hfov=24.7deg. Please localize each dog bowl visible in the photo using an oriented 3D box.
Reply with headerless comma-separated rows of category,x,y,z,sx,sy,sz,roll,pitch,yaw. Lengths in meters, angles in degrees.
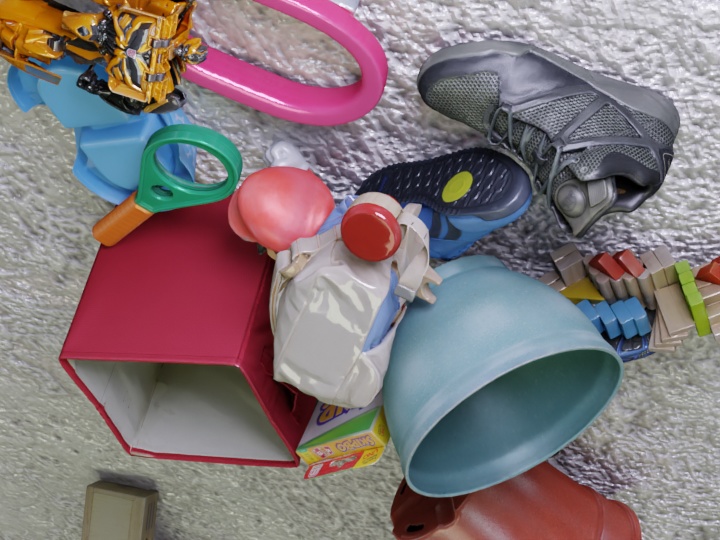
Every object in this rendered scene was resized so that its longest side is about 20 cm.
dog bowl,-0.204,-0.128,1.348,0.111,0.050,0.200,-4,141,27

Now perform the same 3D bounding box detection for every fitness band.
fitness band,-0.073,-0.175,1.238,0.199,0.038,0.144,23,146,-9

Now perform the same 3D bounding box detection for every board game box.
board game box,0.010,0.095,1.449,0.095,0.201,0.030,-20,126,42

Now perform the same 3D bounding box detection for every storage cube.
storage cube,-0.134,0.053,1.467,0.198,0.181,0.171,0,144,20

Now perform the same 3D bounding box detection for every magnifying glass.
magnifying glass,-0.167,-0.066,1.363,0.079,0.023,0.200,30,142,-23

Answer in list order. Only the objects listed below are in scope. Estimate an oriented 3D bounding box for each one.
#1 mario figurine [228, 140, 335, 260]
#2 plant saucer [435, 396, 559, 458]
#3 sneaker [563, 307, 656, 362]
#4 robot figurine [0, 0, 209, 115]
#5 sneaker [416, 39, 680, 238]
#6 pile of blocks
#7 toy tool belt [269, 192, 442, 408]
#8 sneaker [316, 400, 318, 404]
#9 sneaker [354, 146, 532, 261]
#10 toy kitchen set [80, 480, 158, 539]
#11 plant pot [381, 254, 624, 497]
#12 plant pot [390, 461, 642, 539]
mario figurine,-0.054,-0.025,1.371,0.106,0.124,0.200,-40,146,4
plant saucer,0.096,0.116,1.516,0.199,0.037,0.200,19,-170,-3
sneaker,0.189,0.060,1.457,0.199,0.076,0.078,-7,151,42
robot figurine,-0.205,-0.188,1.204,0.199,0.058,0.146,23,126,13
sneaker,0.132,-0.097,1.198,0.198,0.115,0.076,19,142,-2
pile of blocks,0.232,0.016,1.351,0.198,0.083,0.062,0,144,24
toy tool belt,0.000,0.000,1.270,0.124,0.123,0.201,25,128,4
sneaker,-0.080,0.148,1.670,0.074,0.085,0.200,23,146,-10
sneaker,0.078,-0.047,1.312,0.078,0.066,0.199,43,154,-27
toy kitchen set,-0.235,0.352,2.048,0.162,0.182,0.200,9,-174,16
plant pot,0.097,0.074,1.354,0.199,0.135,0.201,-22,150,-13
plant pot,0.147,0.264,1.667,0.195,0.202,0.200,40,140,-20
